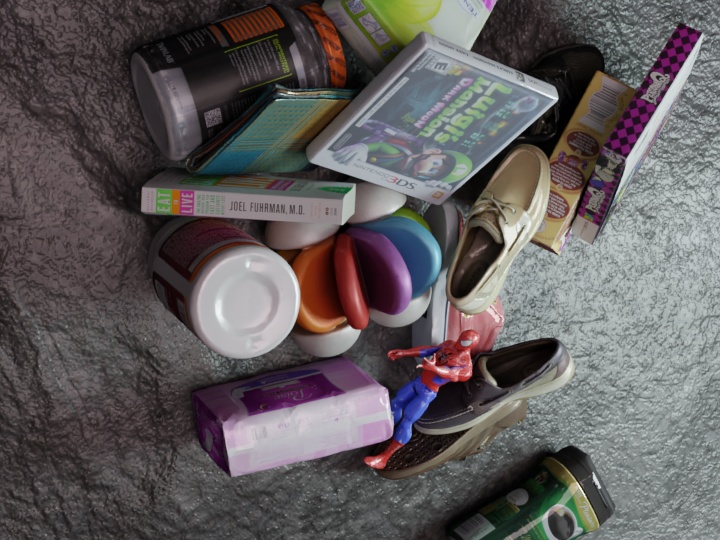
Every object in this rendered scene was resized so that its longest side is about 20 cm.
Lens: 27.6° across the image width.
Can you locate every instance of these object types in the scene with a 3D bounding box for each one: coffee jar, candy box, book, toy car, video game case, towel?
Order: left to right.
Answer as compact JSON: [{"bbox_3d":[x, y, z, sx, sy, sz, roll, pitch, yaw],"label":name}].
[{"bbox_3d":[-0.110,-0.070,1.487,0.199,0.134,0.048,4,98,4],"label":"book"},{"bbox_3d":[-0.070,-0.143,1.500,0.200,0.146,0.022,-8,67,-53],"label":"towel"},{"bbox_3d":[0.000,0.000,1.587,0.199,0.150,0.176,-22,110,-17],"label":"toy car"},{"bbox_3d":[0.073,-0.150,1.507,0.181,0.023,0.200,16,138,-35],"label":"video game case"},{"bbox_3d":[0.212,0.306,1.792,0.200,0.085,0.105,-34,111,-11],"label":"coffee jar"},{"bbox_3d":[0.247,-0.120,1.678,0.056,0.117,0.201,27,92,11],"label":"candy box"},{"bbox_3d":[0.309,-0.151,1.647,0.036,0.182,0.200,28,64,12],"label":"video game case"}]

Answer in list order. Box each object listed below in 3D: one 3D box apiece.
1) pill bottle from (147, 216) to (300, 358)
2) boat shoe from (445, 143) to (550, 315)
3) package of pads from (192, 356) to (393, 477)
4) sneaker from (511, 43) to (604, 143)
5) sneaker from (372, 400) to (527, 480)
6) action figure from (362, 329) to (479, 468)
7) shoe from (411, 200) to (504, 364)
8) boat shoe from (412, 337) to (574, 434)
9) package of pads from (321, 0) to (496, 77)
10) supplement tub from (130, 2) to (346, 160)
[{"bbox_3d":[-0.146,0.010,1.498,0.114,0.200,0.115,-6,106,-22],"label":"pill bottle"},{"bbox_3d":[0.148,-0.049,1.601,0.201,0.072,0.065,-63,160,-3],"label":"boat shoe"},{"bbox_3d":[-0.075,0.159,1.611,0.199,0.120,0.076,-12,107,-21],"label":"package of pads"},{"bbox_3d":[0.212,-0.194,1.652,0.199,0.114,0.077,-25,112,-21],"label":"sneaker"},{"bbox_3d":[0.112,0.202,1.733,0.199,0.071,0.076,-28,135,-4],"label":"sneaker"},{"bbox_3d":[0.050,0.131,1.644,0.099,0.065,0.200,24,117,-41],"label":"action figure"},{"bbox_3d":[0.115,0.014,1.689,0.091,0.071,0.201,-4,110,-24],"label":"shoe"},{"bbox_3d":[0.146,0.126,1.688,0.199,0.072,0.065,-20,139,6],"label":"boat shoe"},{"bbox_3d":[0.058,-0.282,1.541,0.155,0.068,0.200,49,49,-25],"label":"package of pads"},{"bbox_3d":[-0.123,-0.198,1.499,0.199,0.122,0.123,-21,110,-17],"label":"supplement tub"}]
